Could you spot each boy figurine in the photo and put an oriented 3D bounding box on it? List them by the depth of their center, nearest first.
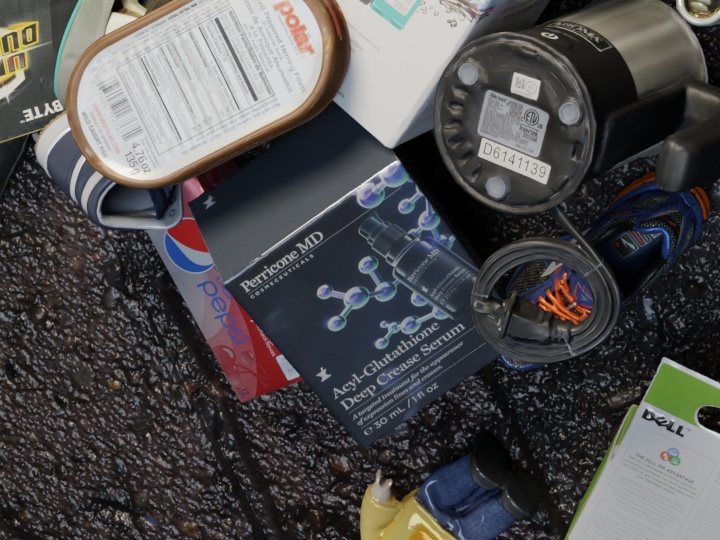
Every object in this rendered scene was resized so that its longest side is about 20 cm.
[{"bbox_3d":[0.046,0.210,1.757,0.124,0.064,0.200,45,116,-8],"label":"boy figurine"}]

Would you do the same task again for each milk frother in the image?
[{"bbox_3d":[0.146,-0.064,1.504,0.180,0.188,0.200,40,121,17],"label":"milk frother"}]

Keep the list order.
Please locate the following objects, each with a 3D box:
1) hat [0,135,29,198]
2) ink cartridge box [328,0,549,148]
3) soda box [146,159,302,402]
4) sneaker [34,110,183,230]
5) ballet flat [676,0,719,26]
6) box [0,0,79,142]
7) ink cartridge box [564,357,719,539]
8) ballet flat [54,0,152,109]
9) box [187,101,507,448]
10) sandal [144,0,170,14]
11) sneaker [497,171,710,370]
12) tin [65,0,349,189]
[{"bbox_3d":[-0.355,-0.115,1.733,0.199,0.081,0.202,7,115,16],"label":"hat"},{"bbox_3d":[0.049,-0.215,1.502,0.146,0.147,0.200,41,119,12],"label":"ink cartridge box"},{"bbox_3d":[-0.101,-0.006,1.703,0.063,0.070,0.201,-21,105,26],"label":"soda box"},{"bbox_3d":[-0.127,-0.103,1.606,0.199,0.109,0.070,-33,136,-7],"label":"sneaker"},{"bbox_3d":[0.255,-0.248,1.478,0.069,0.069,0.201,21,118,9],"label":"ballet flat"},{"bbox_3d":[-0.290,-0.171,1.655,0.199,0.049,0.160,-18,107,-7],"label":"box"},{"bbox_3d":[0.255,0.149,1.635,0.147,0.076,0.201,26,127,6],"label":"ink cartridge box"},{"bbox_3d":[-0.162,-0.201,1.609,0.063,0.067,0.201,24,99,24],"label":"ballet flat"},{"bbox_3d":[0.000,0.000,1.586,0.148,0.107,0.200,-35,128,5],"label":"box"},{"bbox_3d":[-0.108,-0.171,1.577,0.081,0.200,0.055,28,151,6],"label":"sandal"},{"bbox_3d":[0.163,0.005,1.615,0.075,0.078,0.200,42,119,-3],"label":"sneaker"},{"bbox_3d":[-0.102,-0.126,1.477,0.199,0.042,0.112,-26,97,17],"label":"tin"}]
